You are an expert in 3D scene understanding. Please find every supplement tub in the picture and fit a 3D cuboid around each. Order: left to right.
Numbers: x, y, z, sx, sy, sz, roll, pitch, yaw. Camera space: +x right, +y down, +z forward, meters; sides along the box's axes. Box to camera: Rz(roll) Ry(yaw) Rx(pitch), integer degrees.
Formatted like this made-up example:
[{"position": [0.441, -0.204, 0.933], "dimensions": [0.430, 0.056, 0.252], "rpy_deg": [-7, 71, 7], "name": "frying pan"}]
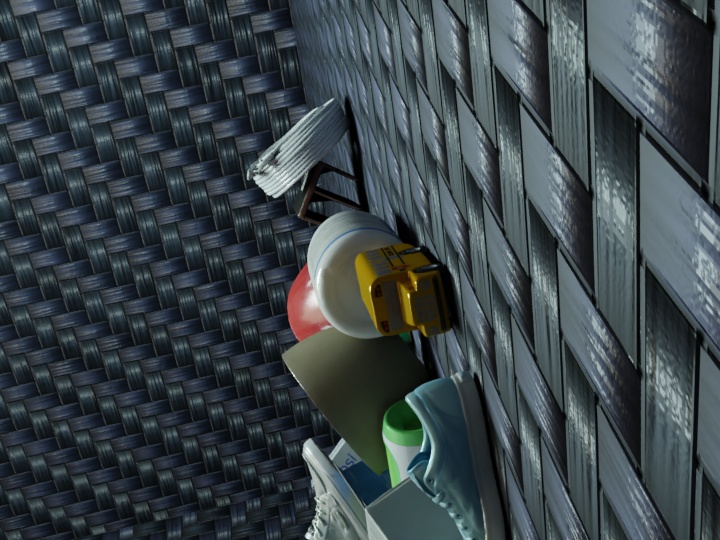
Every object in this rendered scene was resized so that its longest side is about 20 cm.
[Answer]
[{"position": [0.000, 0.000, 1.361], "dimensions": [0.200, 0.130, 0.134], "rpy_deg": [-115, 14, -76], "name": "supplement tub"}]

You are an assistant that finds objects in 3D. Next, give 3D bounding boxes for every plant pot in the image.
[{"position": [0.012, 0.143, 1.388], "dimensions": [0.201, 0.134, 0.200], "rpy_deg": [50, 178, 3], "name": "plant pot"}]

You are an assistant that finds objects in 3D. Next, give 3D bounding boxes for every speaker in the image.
[{"position": [0.078, 0.259, 1.313], "dimensions": [0.089, 0.087, 0.203], "rpy_deg": [-109, 8, -62], "name": "speaker"}]

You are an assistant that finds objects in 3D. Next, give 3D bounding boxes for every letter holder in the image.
[{"position": [-0.036, -0.127, 1.922], "dimensions": [0.200, 0.140, 0.102], "rpy_deg": [-127, 59, -80], "name": "letter holder"}]

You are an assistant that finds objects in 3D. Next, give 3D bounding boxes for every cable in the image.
[{"position": [-0.101, -0.212, 1.848], "dimensions": [0.069, 0.199, 0.200], "rpy_deg": [49, -173, -10], "name": "cable"}]

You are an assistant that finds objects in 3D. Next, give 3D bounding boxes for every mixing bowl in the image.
[{"position": [-0.045, 0.064, 1.693], "dimensions": [0.200, 0.107, 0.202], "rpy_deg": [39, -143, -38], "name": "mixing bowl"}]

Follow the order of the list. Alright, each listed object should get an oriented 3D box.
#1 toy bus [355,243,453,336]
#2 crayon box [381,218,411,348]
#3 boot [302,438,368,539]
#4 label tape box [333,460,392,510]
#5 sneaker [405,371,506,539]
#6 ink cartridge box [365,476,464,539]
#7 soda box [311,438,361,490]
[{"position": [0.044, 0.020, 1.139], "dimensions": [0.200, 0.077, 0.066], "rpy_deg": [-118, 16, -78], "name": "toy bus"}, {"position": [0.028, 0.039, 1.607], "dimensions": [0.119, 0.057, 0.203], "rpy_deg": [87, 171, -67], "name": "crayon box"}, {"position": [-0.045, 0.346, 1.529], "dimensions": [0.201, 0.095, 0.074], "rpy_deg": [54, 176, 6], "name": "boot"}, {"position": [0.049, 0.340, 1.524], "dimensions": [0.145, 0.063, 0.201], "rpy_deg": [51, 174, 31], "name": "label tape box"}, {"position": [0.086, 0.201, 1.020], "dimensions": [0.074, 0.081, 0.203], "rpy_deg": [172, 86, -87], "name": "sneaker"}, {"position": [0.080, 0.334, 1.177], "dimensions": [0.147, 0.082, 0.201], "rpy_deg": [49, 161, 31], "name": "ink cartridge box"}, {"position": [0.001, 0.297, 1.796], "dimensions": [0.068, 0.201, 0.063], "rpy_deg": [37, 177, -2], "name": "soda box"}]
